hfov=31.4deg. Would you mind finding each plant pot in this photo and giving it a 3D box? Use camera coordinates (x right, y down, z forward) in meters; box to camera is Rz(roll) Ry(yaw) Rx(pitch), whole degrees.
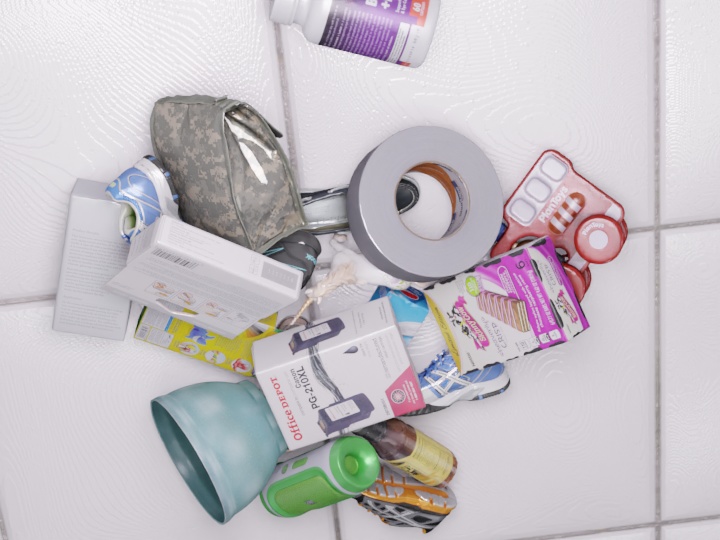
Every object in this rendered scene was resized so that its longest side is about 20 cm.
[{"bbox_3d":[-0.187,0.236,1.801,0.134,0.200,0.200,-29,115,-20],"label":"plant pot"}]

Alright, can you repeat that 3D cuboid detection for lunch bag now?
[{"bbox_3d":[-0.173,-0.135,1.634,0.118,0.164,0.200,-34,119,-32],"label":"lunch bag"}]

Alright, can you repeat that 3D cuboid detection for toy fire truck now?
[{"bbox_3d":[0.263,-0.045,1.760,0.168,0.112,0.200,38,106,7],"label":"toy fire truck"}]

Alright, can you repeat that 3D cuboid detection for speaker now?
[{"bbox_3d":[-0.062,0.297,1.831,0.088,0.088,0.200,40,140,-18],"label":"speaker"}]

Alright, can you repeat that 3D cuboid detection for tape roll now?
[{"bbox_3d":[0.084,-0.086,1.687,0.200,0.066,0.200,3,81,-17],"label":"tape roll"}]

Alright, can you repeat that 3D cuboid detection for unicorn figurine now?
[{"bbox_3d":[0.000,0.000,1.729,0.200,0.137,0.074,-6,114,-1],"label":"unicorn figurine"}]

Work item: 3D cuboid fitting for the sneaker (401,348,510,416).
[{"bbox_3d":[0.113,0.155,1.842,0.200,0.076,0.077,-16,105,-12],"label":"sneaker"}]

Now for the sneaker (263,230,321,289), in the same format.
[{"bbox_3d":[-0.153,-0.008,1.719,0.200,0.079,0.075,-5,148,19],"label":"sneaker"}]

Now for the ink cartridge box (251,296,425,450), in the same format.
[{"bbox_3d":[-0.031,0.141,1.739,0.200,0.084,0.145,-19,120,4],"label":"ink cartridge box"}]

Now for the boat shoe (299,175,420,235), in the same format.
[{"bbox_3d":[-0.015,-0.083,1.734,0.200,0.060,0.076,-13,113,1],"label":"boat shoe"}]

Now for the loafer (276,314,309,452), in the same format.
[{"bbox_3d":[-0.093,0.164,1.832,0.072,0.063,0.200,2,113,-6],"label":"loafer"}]

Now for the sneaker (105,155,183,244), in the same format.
[{"bbox_3d":[-0.267,-0.047,1.646,0.077,0.076,0.200,-31,121,-24],"label":"sneaker"}]

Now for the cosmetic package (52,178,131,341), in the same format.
[{"bbox_3d":[-0.351,-0.014,1.732,0.101,0.071,0.200,10,112,-9],"label":"cosmetic package"}]

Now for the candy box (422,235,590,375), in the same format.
[{"bbox_3d":[0.193,0.050,1.729,0.200,0.061,0.136,-25,90,46],"label":"candy box"}]

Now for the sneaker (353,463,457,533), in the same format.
[{"bbox_3d":[0.041,0.342,1.913,0.200,0.078,0.077,20,120,-11],"label":"sneaker"}]

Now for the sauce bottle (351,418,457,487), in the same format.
[{"bbox_3d":[0.058,0.252,1.850,0.066,0.066,0.200,-45,127,14],"label":"sauce bottle"}]

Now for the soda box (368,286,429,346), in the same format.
[{"bbox_3d":[0.018,0.111,1.818,0.068,0.064,0.200,26,109,-14],"label":"soda box"}]

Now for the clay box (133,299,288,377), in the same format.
[{"bbox_3d":[-0.201,0.076,1.777,0.200,0.048,0.115,20,133,-13],"label":"clay box"}]

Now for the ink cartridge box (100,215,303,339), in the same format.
[{"bbox_3d":[-0.202,0.012,1.618,0.200,0.045,0.176,23,150,-26],"label":"ink cartridge box"}]

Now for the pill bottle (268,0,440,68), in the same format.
[{"bbox_3d":[-0.009,-0.329,1.603,0.200,0.111,0.112,12,111,-10],"label":"pill bottle"}]
